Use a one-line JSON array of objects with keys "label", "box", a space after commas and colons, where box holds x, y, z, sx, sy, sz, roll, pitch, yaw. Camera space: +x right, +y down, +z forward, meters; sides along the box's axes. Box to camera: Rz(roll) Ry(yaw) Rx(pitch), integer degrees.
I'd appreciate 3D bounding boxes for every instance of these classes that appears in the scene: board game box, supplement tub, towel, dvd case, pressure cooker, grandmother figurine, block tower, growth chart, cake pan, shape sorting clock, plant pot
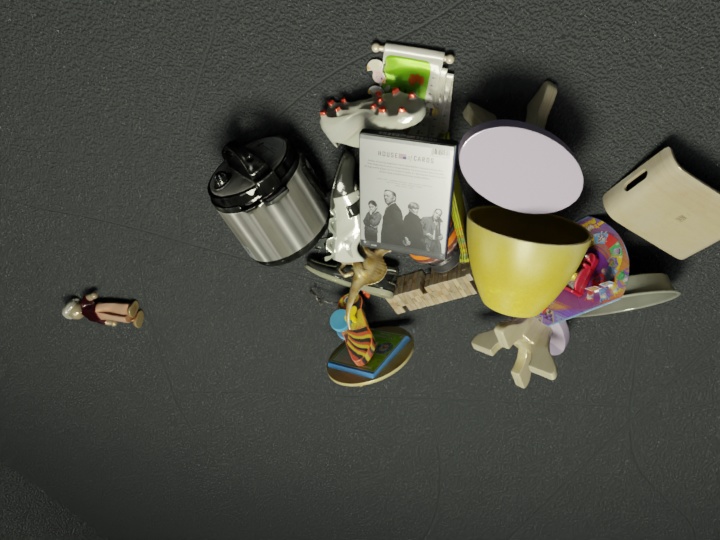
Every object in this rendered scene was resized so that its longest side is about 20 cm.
[{"label": "board game box", "box": [0.353, -0.004, 1.009, 0.198, 0.161, 0.039, -28, 148, 36]}, {"label": "supplement tub", "box": [0.107, -0.088, 1.028, 0.106, 0.108, 0.200, -20, 126, 31]}, {"label": "towel", "box": [0.155, -0.116, 0.964, 0.018, 0.087, 0.202, -7, 128, 17]}, {"label": "dvd case", "box": [0.070, -0.115, 0.917, 0.147, 0.025, 0.203, 11, 128, 14]}, {"label": "pressure cooker", "box": [-0.161, -0.131, 1.004, 0.173, 0.181, 0.201, -9, 133, 27]}, {"label": "grandmother figurine", "box": [-0.644, 0.100, 1.452, 0.196, 0.061, 0.123, 1, 126, 10]}, {"label": "block tower", "box": [0.142, 0.032, 1.177, 0.197, 0.055, 0.058, -18, 129, 30]}, {"label": "growth chart", "box": [0.081, -0.260, 0.927, 0.142, 0.018, 0.202, 4, 134, 12]}, {"label": "cake pan", "box": [0.462, 0.046, 1.053, 0.196, 0.038, 0.201, -7, 165, -2]}, {"label": "shape sorting clock", "box": [0.021, 0.182, 1.257, 0.196, 0.201, 0.040, -12, 119, 25]}, {"label": "plant pot", "box": [0.262, -0.010, 0.969, 0.196, 0.201, 0.145, 9, 112, 6]}]

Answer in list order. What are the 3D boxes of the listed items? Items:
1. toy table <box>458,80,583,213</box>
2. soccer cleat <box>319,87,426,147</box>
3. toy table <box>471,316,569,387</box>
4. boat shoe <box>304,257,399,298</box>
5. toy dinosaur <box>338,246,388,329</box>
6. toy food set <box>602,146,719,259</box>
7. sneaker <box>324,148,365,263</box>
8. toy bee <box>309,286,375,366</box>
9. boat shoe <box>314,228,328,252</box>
[{"label": "toy table", "box": [0.236, -0.181, 0.883, 0.198, 0.118, 0.184, 31, 128, -23]}, {"label": "soccer cleat", "box": [0.022, -0.232, 0.917, 0.197, 0.070, 0.078, 6, 140, 37]}, {"label": "toy table", "box": [0.321, 0.133, 1.143, 0.182, 0.118, 0.201, 9, 143, 54]}, {"label": "boat shoe", "box": [-0.018, 0.002, 1.192, 0.196, 0.069, 0.072, 14, 176, 16]}, {"label": "toy dinosaur", "box": [0.000, 0.000, 1.111, 0.100, 0.201, 0.058, 31, 171, 29]}, {"label": "toy food set", "box": [0.515, -0.106, 0.947, 0.197, 0.061, 0.144, 27, 146, -11]}, {"label": "sneaker", "box": [-0.010, -0.107, 1.012, 0.087, 0.074, 0.204, 8, 118, 4]}, {"label": "toy bee", "box": [-0.016, 0.090, 1.230, 0.108, 0.131, 0.202, -34, 81, -2]}, {"label": "boat shoe", "box": [-0.066, -0.067, 1.113, 0.197, 0.075, 0.067, -24, 104, 22]}]
